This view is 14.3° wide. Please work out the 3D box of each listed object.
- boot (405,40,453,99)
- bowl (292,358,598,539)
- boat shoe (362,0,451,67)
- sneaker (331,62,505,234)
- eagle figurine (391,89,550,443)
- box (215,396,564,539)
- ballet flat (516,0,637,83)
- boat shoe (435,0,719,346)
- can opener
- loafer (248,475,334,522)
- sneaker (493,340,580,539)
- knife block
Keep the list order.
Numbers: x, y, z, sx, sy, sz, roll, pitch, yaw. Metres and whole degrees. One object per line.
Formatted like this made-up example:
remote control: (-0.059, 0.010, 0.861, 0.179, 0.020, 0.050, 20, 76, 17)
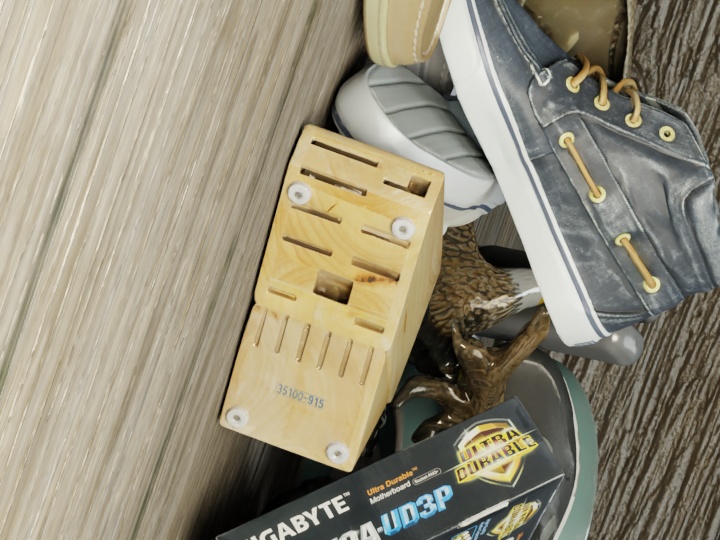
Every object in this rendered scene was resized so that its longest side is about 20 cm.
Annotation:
boot: (0.078, -0.149, 1.348, 0.074, 0.095, 0.200, -61, 169, -57)
bowl: (0.033, 0.128, 1.610, 0.201, 0.105, 0.201, -41, -143, 42)
boat shoe: (0.052, -0.168, 1.185, 0.072, 0.065, 0.200, -58, 168, -63)
sneaker: (0.021, -0.042, 1.311, 0.071, 0.073, 0.200, -38, 164, 10)
eagle figurine: (0.041, -0.005, 1.485, 0.152, 0.151, 0.200, -34, -127, 24)
box: (-0.002, 0.147, 1.327, 0.159, 0.046, 0.200, -23, 159, -20)
ballet flat: (0.098, -0.098, 1.331, 0.046, 0.067, 0.200, -100, -175, -48)
boat shoe: (0.099, -0.070, 1.284, 0.071, 0.091, 0.201, -75, 142, -72)
can opener: (0.084, 0.021, 1.569, 0.067, 0.200, 0.053, 45, 65, -44)
loafer: (-0.042, 0.155, 1.467, 0.070, 0.068, 0.201, -32, 169, -14)
sneaker: (0.074, 0.134, 1.487, 0.088, 0.075, 0.201, 106, -5, -81)
knife block: (0.000, 0.000, 1.282, 0.176, 0.064, 0.200, -62, 170, -58)
